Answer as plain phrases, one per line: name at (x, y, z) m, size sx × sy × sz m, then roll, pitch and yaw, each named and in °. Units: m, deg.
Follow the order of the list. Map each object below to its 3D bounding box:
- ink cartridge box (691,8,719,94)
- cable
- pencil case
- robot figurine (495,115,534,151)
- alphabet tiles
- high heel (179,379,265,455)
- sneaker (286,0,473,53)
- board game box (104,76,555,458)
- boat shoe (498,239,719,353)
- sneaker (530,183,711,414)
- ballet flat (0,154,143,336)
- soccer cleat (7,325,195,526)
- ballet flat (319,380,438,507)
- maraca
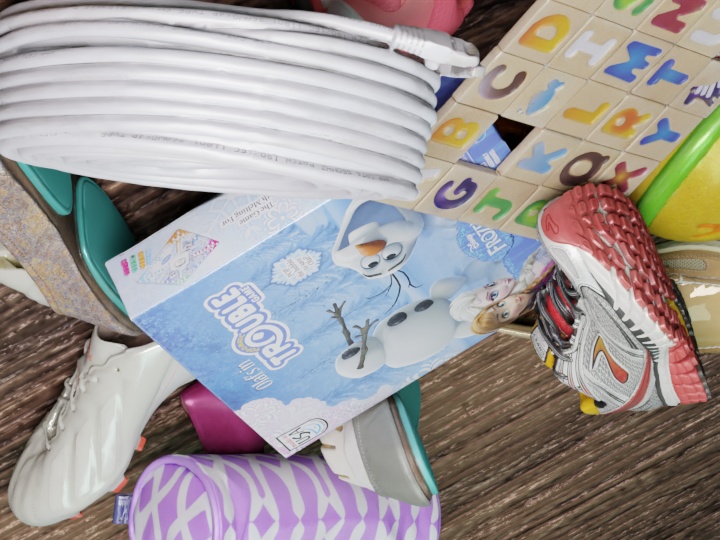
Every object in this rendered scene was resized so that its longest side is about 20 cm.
ink cartridge box at (0.211, -0.160, 1.046) m, size 0.200 × 0.067 × 0.116 m, roll -16°, pitch 145°, yaw -16°
cable at (-0.066, -0.071, 0.914) m, size 0.200 × 0.069 × 0.200 m, roll 6°, pitch 177°, yaw -22°
pencil case at (-0.042, 0.150, 1.226) m, size 0.200 × 0.084 × 0.086 m, roll 4°, pitch 92°, yaw -43°
robot figurine at (0.029, -0.042, 1.141) m, size 0.200 × 0.058 × 0.145 m, roll -3°, pitch 140°, yaw -33°
alphabet tiles at (0.118, -0.089, 1.002) m, size 0.167 × 0.008 × 0.200 m, roll 11°, pitch 131°, yaw -47°
high heel at (-0.094, 0.133, 1.288) m, size 0.096 × 0.067 × 0.200 m, roll -10°, pitch 130°, yaw -37°
sneaker at (-0.001, -0.153, 0.975) m, size 0.087 × 0.074 × 0.200 m, roll -39°, pitch 153°, yaw -1°
board game box at (0.000, 0.000, 1.082) m, size 0.199 × 0.043 × 0.200 m, roll -31°, pitch 148°, yaw 6°
boat shoe at (0.162, 0.026, 1.215) m, size 0.200 × 0.076 × 0.072 m, roll 1°, pitch 120°, yaw 25°
sneaker at (0.126, 0.027, 1.098) m, size 0.082 × 0.078 × 0.200 m, roll -18°, pitch 145°, yaw 12°
ballet flat at (-0.165, -0.027, 1.037) m, size 0.067 × 0.068 × 0.200 m, roll -12°, pitch 143°, yaw 12°
soccer cleat at (-0.138, 0.063, 1.170) m, size 0.200 × 0.069 × 0.078 m, roll -44°, pitch 139°, yaw 12°
ballet flat at (0.006, 0.095, 1.217) m, size 0.064 × 0.200 × 0.067 m, roll -22°, pitch 106°, yaw 4°
maraca at (0.197, -0.073, 1.167) m, size 0.137 × 0.107 × 0.200 m, roll -47°, pitch 172°, yaw 1°
